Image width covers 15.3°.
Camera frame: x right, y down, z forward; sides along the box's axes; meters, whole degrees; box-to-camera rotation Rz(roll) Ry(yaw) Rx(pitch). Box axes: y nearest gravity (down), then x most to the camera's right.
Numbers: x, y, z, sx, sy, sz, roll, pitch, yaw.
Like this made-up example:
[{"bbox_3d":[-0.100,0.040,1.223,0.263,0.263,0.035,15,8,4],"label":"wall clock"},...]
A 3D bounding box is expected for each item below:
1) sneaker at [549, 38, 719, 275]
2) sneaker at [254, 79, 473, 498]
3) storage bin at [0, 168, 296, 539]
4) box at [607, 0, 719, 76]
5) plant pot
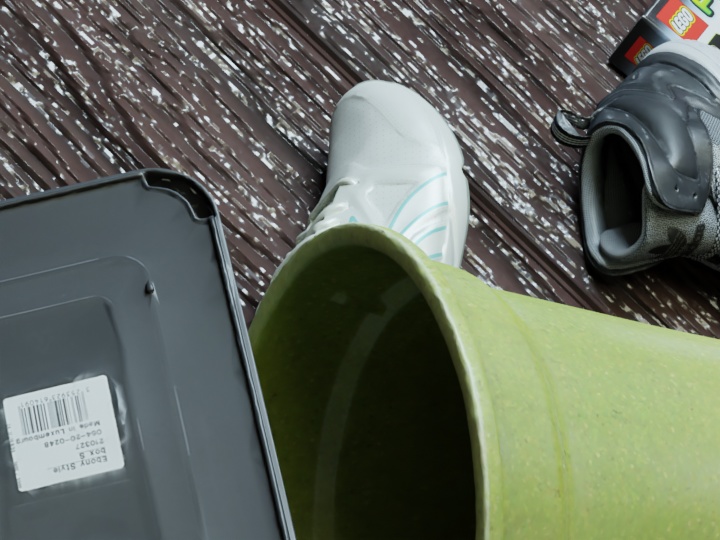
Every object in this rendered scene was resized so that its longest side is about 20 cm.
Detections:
[{"bbox_3d":[0.169,-0.013,1.201,0.114,0.076,0.200,-26,66,-42],"label":"sneaker"},{"bbox_3d":[0.000,0.000,1.085,0.080,0.071,0.201,11,51,-21],"label":"sneaker"},{"bbox_3d":[-0.094,0.080,0.905,0.134,0.094,0.201,-13,59,-3],"label":"storage bin"},{"bbox_3d":[0.212,-0.128,1.345,0.110,0.035,0.200,40,44,2],"label":"box"},{"bbox_3d":[0.072,0.089,0.959,0.183,0.201,0.201,4,53,-27],"label":"plant pot"}]
